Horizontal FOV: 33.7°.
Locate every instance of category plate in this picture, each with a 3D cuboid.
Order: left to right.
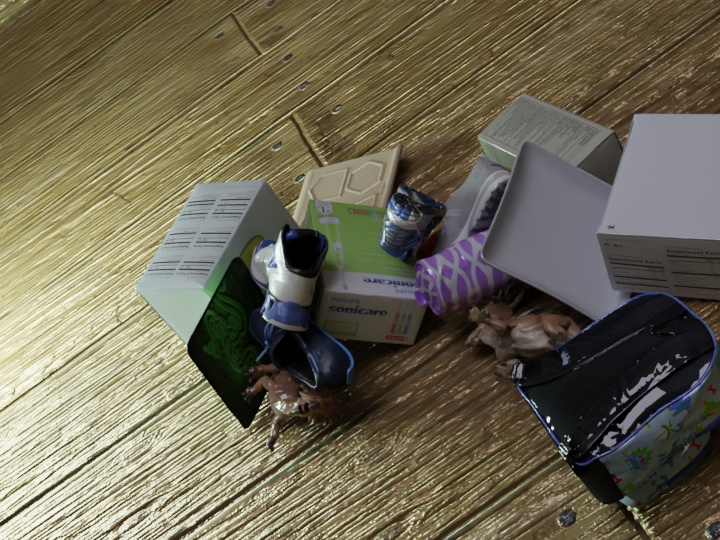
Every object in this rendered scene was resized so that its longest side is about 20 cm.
[{"bbox_3d":[0.257,-0.041,1.485,0.201,0.199,0.032,-66,6,-31],"label":"plate"}]

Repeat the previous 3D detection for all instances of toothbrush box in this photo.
[{"bbox_3d":[0.000,0.000,1.632,0.144,0.087,0.201,5,37,-15],"label":"toothbrush box"}]

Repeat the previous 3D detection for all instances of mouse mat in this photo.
[{"bbox_3d":[-0.161,0.101,1.619,0.007,0.201,0.162,5,54,30],"label":"mouse mat"}]

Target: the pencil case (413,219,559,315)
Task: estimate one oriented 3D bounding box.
[{"bbox_3d":[0.167,-0.009,1.528,0.198,0.085,0.085,-19,-3,-13],"label":"pencil case"}]

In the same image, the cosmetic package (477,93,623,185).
[{"bbox_3d":[0.268,-0.159,1.643,0.103,0.087,0.200,-41,37,-8],"label":"cosmetic package"}]

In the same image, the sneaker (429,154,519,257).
[{"bbox_3d":[0.142,-0.062,1.581,0.201,0.074,0.082,-57,42,27],"label":"sneaker"}]

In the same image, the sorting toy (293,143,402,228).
[{"bbox_3d":[-0.025,-0.104,1.862,0.199,0.037,0.186,-16,42,32],"label":"sorting toy"}]

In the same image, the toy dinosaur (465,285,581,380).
[{"bbox_3d":[0.212,0.078,1.446,0.198,0.087,0.135,11,20,24],"label":"toy dinosaur"}]

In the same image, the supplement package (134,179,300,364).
[{"bbox_3d":[-0.184,0.008,1.738,0.146,0.192,0.201,0,51,38],"label":"supplement package"}]

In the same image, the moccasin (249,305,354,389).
[{"bbox_3d":[-0.090,0.094,1.542,0.068,0.081,0.199,-15,25,-37],"label":"moccasin"}]

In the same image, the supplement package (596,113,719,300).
[{"bbox_3d":[0.391,-0.080,1.430,0.154,0.111,0.201,4,54,29],"label":"supplement package"}]

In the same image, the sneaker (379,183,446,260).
[{"bbox_3d":[0.063,-0.062,1.608,0.077,0.200,0.086,28,104,11],"label":"sneaker"}]

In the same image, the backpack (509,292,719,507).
[{"bbox_3d":[0.295,0.134,1.271,0.199,0.147,0.183,-38,37,5],"label":"backpack"}]

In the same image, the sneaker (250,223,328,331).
[{"bbox_3d":[-0.085,-0.012,1.553,0.200,0.080,0.116,-115,44,-65],"label":"sneaker"}]

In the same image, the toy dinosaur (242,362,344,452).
[{"bbox_3d":[-0.081,0.153,1.600,0.135,0.086,0.201,-24,35,17],"label":"toy dinosaur"}]

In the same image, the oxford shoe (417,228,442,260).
[{"bbox_3d":[0.163,-0.045,1.642,0.199,0.072,0.073,-28,0,25],"label":"oxford shoe"}]
